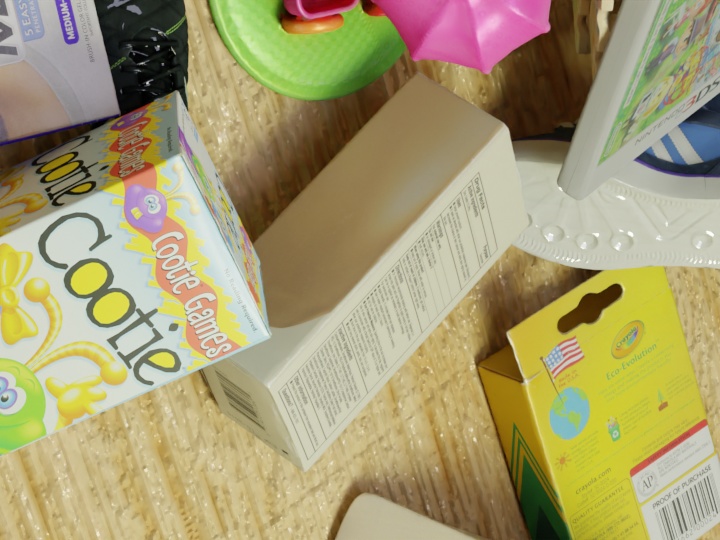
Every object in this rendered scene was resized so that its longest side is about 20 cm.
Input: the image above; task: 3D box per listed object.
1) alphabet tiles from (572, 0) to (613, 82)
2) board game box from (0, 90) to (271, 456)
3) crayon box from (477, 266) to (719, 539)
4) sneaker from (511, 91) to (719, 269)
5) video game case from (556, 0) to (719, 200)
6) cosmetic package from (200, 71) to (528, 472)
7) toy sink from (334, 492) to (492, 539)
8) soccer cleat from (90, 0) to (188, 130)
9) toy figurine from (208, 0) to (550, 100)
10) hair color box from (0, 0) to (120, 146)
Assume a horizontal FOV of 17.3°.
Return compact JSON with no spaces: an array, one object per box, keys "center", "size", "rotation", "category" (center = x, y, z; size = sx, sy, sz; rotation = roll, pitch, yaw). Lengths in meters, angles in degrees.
[{"center":[0.124,-0.209,1.296],"size":[0.014,0.200,0.197],"rotation":[-2,64,2],"category":"alphabet tiles"},{"center":[-0.156,0.011,1.140],"size":[0.199,0.105,0.104],"rotation":[-24,111,3],"category":"board game box"},{"center":[0.149,0.091,1.452],"size":[0.126,0.051,0.201],"rotation":[-30,116,-26],"category":"crayon box"},{"center":[0.167,-0.074,1.422],"size":[0.198,0.147,0.081],"rotation":[7,131,3],"category":"sneaker"},{"center":[0.193,-0.149,1.300],"size":[0.182,0.022,0.201],"rotation":[-37,156,-35],"category":"video game case"},{"center":[0.000,0.000,1.297],"size":[0.200,0.071,0.105],"rotation":[-47,151,-18],"category":"cosmetic package"},{"center":[0.077,0.229,1.382],"size":[0.112,0.199,0.131],"rotation":[28,83,-64],"category":"toy sink"},{"center":[-0.109,-0.073,1.222],"size":[0.067,0.081,0.202],"rotation":[-6,103,-33],"category":"soccer cleat"},{"center":[0.048,-0.159,1.248],"size":[0.199,0.184,0.151],"rotation":[-14,107,-32],"category":"toy figurine"},{"center":[-0.224,-0.104,1.137],"size":[0.199,0.065,0.110],"rotation":[-17,98,-29],"category":"hair color box"}]
